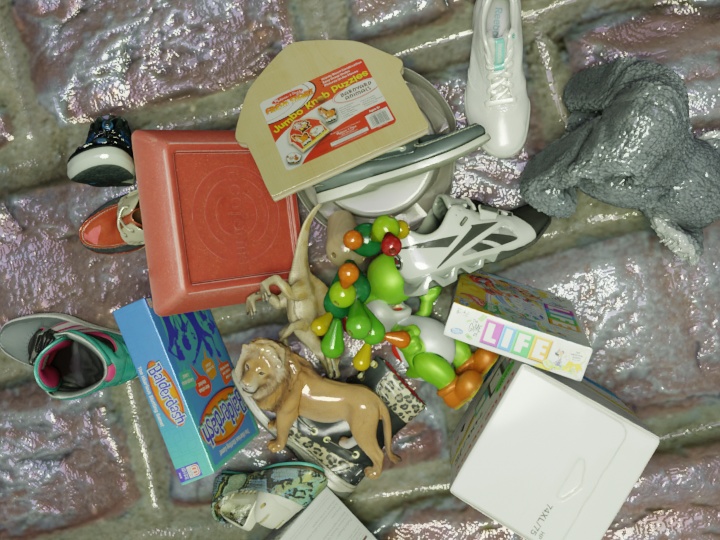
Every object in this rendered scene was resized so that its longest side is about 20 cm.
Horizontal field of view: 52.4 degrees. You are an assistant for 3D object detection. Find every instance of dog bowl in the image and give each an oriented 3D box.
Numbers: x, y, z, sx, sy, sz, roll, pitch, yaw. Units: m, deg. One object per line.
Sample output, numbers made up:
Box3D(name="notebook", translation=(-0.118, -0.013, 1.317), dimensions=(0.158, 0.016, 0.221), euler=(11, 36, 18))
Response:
Box3D(name="dog bowl", translation=(0.018, -0.134, 0.853), dimensions=(0.199, 0.059, 0.201), euler=(0, 92, 7))

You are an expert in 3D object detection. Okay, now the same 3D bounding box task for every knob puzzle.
Box3D(name="knob puzzle", translation=(-0.042, -0.178, 0.799), dimensions=(0.218, 0.030, 0.221), euler=(-7, 59, 11))

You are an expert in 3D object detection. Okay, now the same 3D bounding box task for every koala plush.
Box3D(name="koala plush", translation=(0.310, -0.107, 0.768), dimensions=(0.200, 0.184, 0.178), euler=(32, 80, -16))

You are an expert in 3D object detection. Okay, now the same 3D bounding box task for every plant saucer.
Box3D(name="plant saucer", translation=(-0.143, -0.061, 0.822), dimensions=(0.037, 0.199, 0.201), euler=(-5, 92, 50))

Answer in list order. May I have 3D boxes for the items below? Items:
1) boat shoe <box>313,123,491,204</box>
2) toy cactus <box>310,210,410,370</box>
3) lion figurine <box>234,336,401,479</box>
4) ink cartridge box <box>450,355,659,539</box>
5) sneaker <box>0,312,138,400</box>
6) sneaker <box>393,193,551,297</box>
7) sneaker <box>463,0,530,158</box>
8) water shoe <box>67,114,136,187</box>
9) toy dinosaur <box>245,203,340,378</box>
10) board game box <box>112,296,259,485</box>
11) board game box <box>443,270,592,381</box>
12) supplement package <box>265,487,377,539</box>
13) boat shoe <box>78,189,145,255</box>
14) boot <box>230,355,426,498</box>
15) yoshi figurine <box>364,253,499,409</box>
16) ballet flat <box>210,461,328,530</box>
Box3D(name="boat shoe", translation=(0.038, -0.128, 0.786), dimensions=(0.199, 0.073, 0.062), euler=(-17, 91, 14))
Box3D(name="toy cactus", translation=(0.000, 0.000, 0.765), dimensions=(0.102, 0.165, 0.201), euler=(-1, 136, -12))
Box3D(name="lion figurine", translation=(-0.039, 0.142, 0.782), dimensions=(0.199, 0.073, 0.123), euler=(12, 113, -6))
Box3D(name="ink cartridge box", translation=(0.191, 0.177, 0.771), dimensions=(0.146, 0.200, 0.147), euler=(30, 95, 6))
Box3D(name="sneaker", translation=(-0.369, 0.103, 0.883), dimensions=(0.199, 0.121, 0.084), euler=(8, 93, 8))
Box3D(name="sneaker", translation=(0.123, -0.050, 0.798), dimensions=(0.199, 0.074, 0.089), euler=(-25, 102, -24))
Box3D(name="sneaker", translation=(0.152, -0.228, 0.816), dimensions=(0.075, 0.088, 0.201), euler=(-4, 92, 6))
Box3D(name="water shoe", translation=(-0.292, -0.138, 0.825), dimensions=(0.071, 0.200, 0.079), euler=(-4, 94, -17))
Box3D(name="toy dinosaur", translation=(-0.074, 0.027, 0.826), dimensions=(0.101, 0.058, 0.201), euler=(-10, 92, -37))
Box3D(name="board game box", translation=(-0.194, 0.124, 0.844), dimensions=(0.045, 0.152, 0.201), euler=(-22, 90, 11))
Box3D(name="board game box", translation=(0.161, 0.047, 0.768), dimensions=(0.134, 0.200, 0.034), euler=(18, 103, 6))
Box3D(name="supplement package", translation=(-0.023, 0.369, 0.832), dimensions=(0.200, 0.109, 0.114), euler=(45, 138, 4))
Box3D(name="boat shoe", translation=(-0.258, -0.066, 0.891), dimensions=(0.199, 0.063, 0.072), euler=(-15, 92, 9))
Box3D(name="boot", translation=(-0.037, 0.146, 0.868), dimensions=(0.204, 0.073, 0.154), euler=(45, 93, 3))
Box3D(name="yoshi figurine", translation=(0.067, 0.054, 0.837), dimensions=(0.200, 0.112, 0.112), euler=(39, 81, 7))
Box3D(name="ballet flat", translation=(-0.109, 0.263, 0.836), dimensions=(0.200, 0.074, 0.075), euler=(-26, 88, 48))
